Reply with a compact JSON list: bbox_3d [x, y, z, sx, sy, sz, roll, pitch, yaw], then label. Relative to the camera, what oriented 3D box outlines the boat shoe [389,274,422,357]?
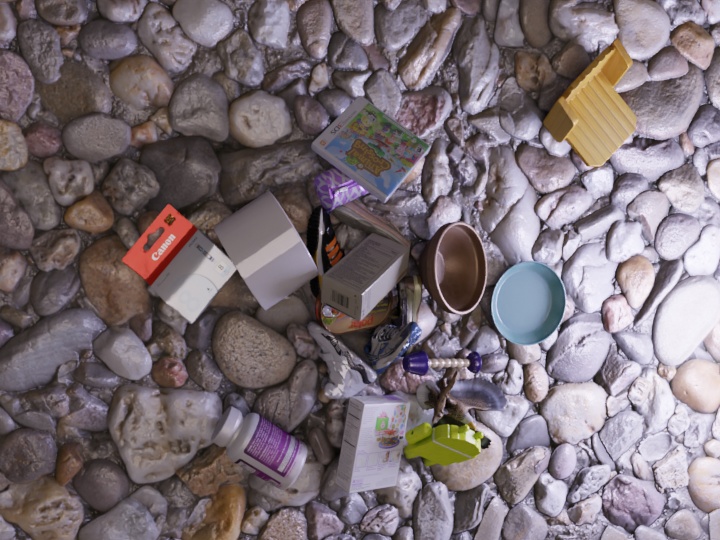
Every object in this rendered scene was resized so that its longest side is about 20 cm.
[{"bbox_3d":[0.097,0.103,1.416,0.063,0.073,0.205,4,109,-5],"label":"boat shoe"}]

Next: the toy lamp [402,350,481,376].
[{"bbox_3d":[0.188,0.213,1.441,0.195,0.058,0.060,1,96,-26],"label":"toy lamp"}]

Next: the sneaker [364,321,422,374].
[{"bbox_3d":[0.061,0.157,1.373,0.086,0.200,0.077,49,50,8],"label":"sneaker"}]

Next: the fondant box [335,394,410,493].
[{"bbox_3d":[0.029,0.392,1.422,0.142,0.058,0.205,7,96,-39],"label":"fondant box"}]

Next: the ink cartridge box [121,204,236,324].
[{"bbox_3d":[-0.381,-0.014,1.322,0.199,0.047,0.161,42,87,-15],"label":"ink cartridge box"}]

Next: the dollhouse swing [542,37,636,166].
[{"bbox_3d":[0.557,-0.368,1.430,0.200,0.182,0.176,-44,82,-5],"label":"dollhouse swing"}]

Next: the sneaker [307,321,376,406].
[{"bbox_3d":[-0.065,0.213,1.400,0.200,0.075,0.115,43,88,-11],"label":"sneaker"}]

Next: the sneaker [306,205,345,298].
[{"bbox_3d":[-0.067,-0.042,1.383,0.088,0.070,0.206,-4,97,-27],"label":"sneaker"}]

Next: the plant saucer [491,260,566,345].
[{"bbox_3d":[0.400,0.077,1.505,0.195,0.036,0.206,-1,96,-11],"label":"plant saucer"}]

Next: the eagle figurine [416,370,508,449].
[{"bbox_3d":[0.239,0.330,1.469,0.151,0.154,0.198,-32,142,32],"label":"eagle figurine"}]

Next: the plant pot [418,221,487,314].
[{"bbox_3d":[0.194,-0.004,1.404,0.198,0.091,0.207,3,86,-45],"label":"plant pot"}]

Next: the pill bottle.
[{"bbox_3d":[-0.223,0.384,1.366,0.198,0.112,0.113,35,88,-14],"label":"pill bottle"}]

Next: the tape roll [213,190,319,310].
[{"bbox_3d":[-0.192,-0.041,1.282,0.138,0.203,0.205,-32,101,-6],"label":"tape roll"}]

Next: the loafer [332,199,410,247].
[{"bbox_3d":[0.033,-0.110,1.392,0.197,0.072,0.064,29,69,-11],"label":"loafer"}]

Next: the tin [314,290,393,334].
[{"bbox_3d":[-0.014,0.076,1.379,0.196,0.041,0.115,-7,100,-36],"label":"tin"}]

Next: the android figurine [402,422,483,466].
[{"bbox_3d":[0.192,0.398,1.424,0.180,0.199,0.042,27,46,-24],"label":"android figurine"}]

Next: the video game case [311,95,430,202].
[{"bbox_3d":[0.024,-0.262,1.324,0.198,0.022,0.183,37,62,7],"label":"video game case"}]

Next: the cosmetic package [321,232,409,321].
[{"bbox_3d":[0.012,0.009,1.301,0.104,0.199,0.072,24,130,24],"label":"cosmetic package"}]

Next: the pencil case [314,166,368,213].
[{"bbox_3d":[-0.006,-0.200,1.343,0.197,0.085,0.085,-29,101,-23],"label":"pencil case"}]
